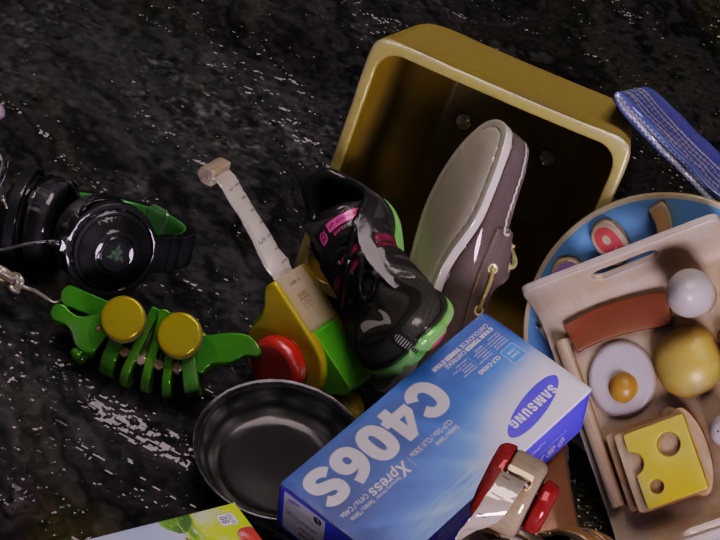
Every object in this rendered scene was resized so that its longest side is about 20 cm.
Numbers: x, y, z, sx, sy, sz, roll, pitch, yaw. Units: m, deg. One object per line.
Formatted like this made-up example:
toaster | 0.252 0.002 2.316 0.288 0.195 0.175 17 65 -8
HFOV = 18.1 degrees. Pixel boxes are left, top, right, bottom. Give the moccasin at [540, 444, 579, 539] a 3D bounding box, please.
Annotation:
moccasin | 0.093 0.127 1.503 0.077 0.074 0.202 16 43 -20

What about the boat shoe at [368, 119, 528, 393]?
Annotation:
boat shoe | 0.070 -0.003 1.549 0.059 0.201 0.072 22 2 -26

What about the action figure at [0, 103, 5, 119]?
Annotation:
action figure | -0.361 -0.156 1.582 0.198 0.134 0.150 -11 86 -20

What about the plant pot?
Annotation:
plant pot | 0.092 -0.071 1.673 0.194 0.195 0.200 24 23 7

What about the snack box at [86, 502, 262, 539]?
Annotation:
snack box | -0.095 0.234 1.262 0.168 0.068 0.200 -9 43 -36

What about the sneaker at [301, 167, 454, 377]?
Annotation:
sneaker | 0.000 0.000 1.506 0.084 0.077 0.200 43 9 -35

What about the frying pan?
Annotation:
frying pan | -0.026 0.102 1.480 0.189 0.031 0.115 -31 60 -35

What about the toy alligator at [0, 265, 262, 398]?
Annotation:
toy alligator | -0.165 0.047 1.504 0.198 0.059 0.055 15 78 6

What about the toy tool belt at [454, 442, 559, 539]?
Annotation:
toy tool belt | 0.097 0.205 1.279 0.122 0.201 0.125 26 24 9

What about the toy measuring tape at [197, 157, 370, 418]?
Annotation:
toy measuring tape | -0.063 0.023 1.533 0.073 0.073 0.201 -31 87 -49

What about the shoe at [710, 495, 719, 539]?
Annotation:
shoe | 0.322 0.186 1.542 0.198 0.054 0.070 10 36 -13

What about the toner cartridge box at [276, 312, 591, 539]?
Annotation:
toner cartridge box | 0.048 0.116 1.431 0.095 0.043 0.200 35 54 23

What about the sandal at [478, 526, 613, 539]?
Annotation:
sandal | 0.145 0.189 1.396 0.199 0.082 0.055 22 58 -22

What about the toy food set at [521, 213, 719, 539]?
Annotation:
toy food set | 0.204 0.080 1.495 0.060 0.143 0.201 21 49 -70

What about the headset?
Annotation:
headset | -0.195 -0.040 1.546 0.123 0.095 0.199 21 16 32

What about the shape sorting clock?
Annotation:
shape sorting clock | 0.210 0.046 1.556 0.199 0.201 0.039 22 17 3

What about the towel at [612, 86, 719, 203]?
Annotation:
towel | 0.245 -0.082 1.644 0.145 0.024 0.200 46 12 4
